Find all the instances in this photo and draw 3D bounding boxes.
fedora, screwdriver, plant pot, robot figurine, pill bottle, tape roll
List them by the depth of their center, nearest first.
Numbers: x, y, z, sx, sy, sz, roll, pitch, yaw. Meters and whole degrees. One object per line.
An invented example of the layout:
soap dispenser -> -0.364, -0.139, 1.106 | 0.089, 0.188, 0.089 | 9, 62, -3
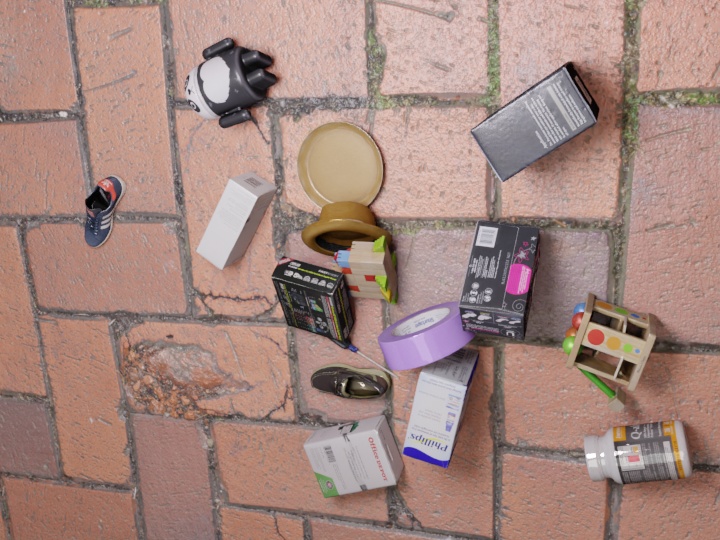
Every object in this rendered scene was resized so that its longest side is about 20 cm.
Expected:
pill bottle -> 0.570, 0.376, 1.620 | 0.198, 0.116, 0.118 | -12, 102, 22
tape roll -> 0.138, 0.135, 1.653 | 0.199, 0.200, 0.066 | -20, 98, 23
robot figurine -> -0.280, -0.400, 1.679 | 0.198, 0.151, 0.125 | -17, 136, 23
fedora -> -0.028, -0.093, 1.682 | 0.199, 0.201, 0.083 | -10, 66, 21
plant pot -> -0.043, -0.222, 1.705 | 0.198, 0.027, 0.202 | 5, 107, 18
screwdriver -> 0.007, 0.193, 1.813 | 0.199, 0.028, 0.029 | 30, 142, 7

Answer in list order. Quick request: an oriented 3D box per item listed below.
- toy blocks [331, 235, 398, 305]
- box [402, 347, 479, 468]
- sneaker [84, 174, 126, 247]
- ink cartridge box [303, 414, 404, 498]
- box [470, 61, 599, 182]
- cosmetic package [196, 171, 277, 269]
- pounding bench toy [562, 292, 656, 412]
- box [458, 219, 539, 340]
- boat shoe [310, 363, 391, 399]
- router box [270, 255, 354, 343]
toy blocks -> 0.000, 0.000, 1.691 | 0.135, 0.101, 0.201 | 4, 149, 15
box -> 0.175, 0.284, 1.694 | 0.104, 0.184, 0.202 | 16, 111, 12
sneaker -> -0.640, -0.139, 1.907 | 0.075, 0.084, 0.201 | 30, 114, 8
ink cartridge box -> -0.013, 0.440, 1.861 | 0.198, 0.084, 0.147 | -17, 100, 23
box -> 0.328, -0.279, 1.464 | 0.199, 0.197, 0.118 | -31, 95, 25
cosmetic package -> -0.280, -0.113, 1.775 | 0.081, 0.113, 0.201 | 32, 115, 8
pounding bench toy -> 0.482, 0.172, 1.584 | 0.155, 0.124, 0.202 | 19, 111, 13
box -> 0.277, 0.019, 1.562 | 0.131, 0.202, 0.115 | 8, 151, 18
boat shoe -> -0.031, 0.260, 1.823 | 0.198, 0.065, 0.074 | -3, 108, 22
router box -> -0.101, 0.066, 1.732 | 0.149, 0.062, 0.201 | 16, 148, 19
